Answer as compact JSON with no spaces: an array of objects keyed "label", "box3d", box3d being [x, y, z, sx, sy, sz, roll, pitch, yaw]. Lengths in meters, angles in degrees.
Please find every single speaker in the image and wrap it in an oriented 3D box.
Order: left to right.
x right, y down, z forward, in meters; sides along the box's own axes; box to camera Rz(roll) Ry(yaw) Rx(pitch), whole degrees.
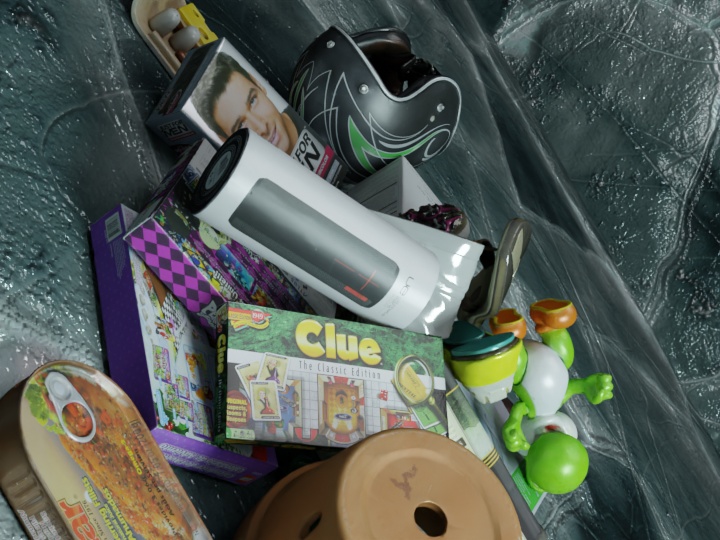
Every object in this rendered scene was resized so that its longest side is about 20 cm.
[{"label":"speaker","box3d":[-0.033,-0.029,0.818,0.200,0.081,0.081,33,31,-24]}]

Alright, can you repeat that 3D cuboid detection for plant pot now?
[{"label":"plant pot","box3d":[0.020,0.203,0.701,0.200,0.140,0.200,16,46,-17]}]

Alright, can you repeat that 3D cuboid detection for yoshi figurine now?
[{"label":"yoshi figurine","box3d":[0.188,0.136,1.006,0.112,0.112,0.200,-29,113,-55]}]

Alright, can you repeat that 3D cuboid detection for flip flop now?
[{"label":"flip flop","box3d":[0.116,0.004,0.985,0.058,0.081,0.200,26,-17,1]}]

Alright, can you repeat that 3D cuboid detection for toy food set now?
[{"label":"toy food set","box3d":[-0.155,-0.235,1.113,0.200,0.060,0.144,55,22,-12]}]

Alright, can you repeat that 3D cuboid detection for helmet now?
[{"label":"helmet","box3d":[0.005,-0.202,1.240,0.191,0.200,0.200,-12,67,-26]}]

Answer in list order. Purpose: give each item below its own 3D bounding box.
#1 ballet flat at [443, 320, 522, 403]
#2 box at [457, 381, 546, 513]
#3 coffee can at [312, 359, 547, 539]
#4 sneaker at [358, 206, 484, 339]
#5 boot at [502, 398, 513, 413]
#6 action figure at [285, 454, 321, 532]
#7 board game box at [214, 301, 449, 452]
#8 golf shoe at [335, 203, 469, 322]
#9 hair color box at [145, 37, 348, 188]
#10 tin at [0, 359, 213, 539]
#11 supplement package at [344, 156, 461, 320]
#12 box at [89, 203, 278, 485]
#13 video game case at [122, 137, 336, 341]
[{"label":"ballet flat","box3d":[0.112,0.088,0.944,0.200,0.067,0.067,-167,-121,-81]},{"label":"box","box3d":[0.093,0.187,1.056,0.200,0.097,0.176,60,24,5]},{"label":"coffee can","box3d":[0.052,0.183,0.896,0.200,0.146,0.146,60,21,4]},{"label":"sneaker","box3d":[0.000,0.000,0.921,0.200,0.116,0.074,18,6,6]},{"label":"boot","box3d":[0.168,0.159,1.281,0.166,0.072,0.200,64,25,7]},{"label":"action figure","box3d":[-0.017,0.237,0.803,0.118,0.055,0.200,26,35,-52]},{"label":"board game box","box3d":[-0.018,0.089,0.785,0.200,0.023,0.105,10,63,-31]},{"label":"golf shoe","box3d":[0.033,0.010,1.012,0.092,0.200,0.073,43,21,-32]},{"label":"hair color box","box3d":[-0.108,-0.125,1.018,0.200,0.061,0.099,43,55,-33]},{"label":"tin","box3d":[-0.157,0.151,0.632,0.200,0.042,0.112,60,17,2]},{"label":"supplement package","box3d":[0.036,-0.013,1.155,0.121,0.120,0.200,49,24,-27]},{"label":"box","box3d":[-0.138,0.059,0.789,0.137,0.039,0.200,32,33,-49]},{"label":"video game case","box3d":[-0.098,0.001,0.853,0.200,0.036,0.181,51,20,-19]}]
